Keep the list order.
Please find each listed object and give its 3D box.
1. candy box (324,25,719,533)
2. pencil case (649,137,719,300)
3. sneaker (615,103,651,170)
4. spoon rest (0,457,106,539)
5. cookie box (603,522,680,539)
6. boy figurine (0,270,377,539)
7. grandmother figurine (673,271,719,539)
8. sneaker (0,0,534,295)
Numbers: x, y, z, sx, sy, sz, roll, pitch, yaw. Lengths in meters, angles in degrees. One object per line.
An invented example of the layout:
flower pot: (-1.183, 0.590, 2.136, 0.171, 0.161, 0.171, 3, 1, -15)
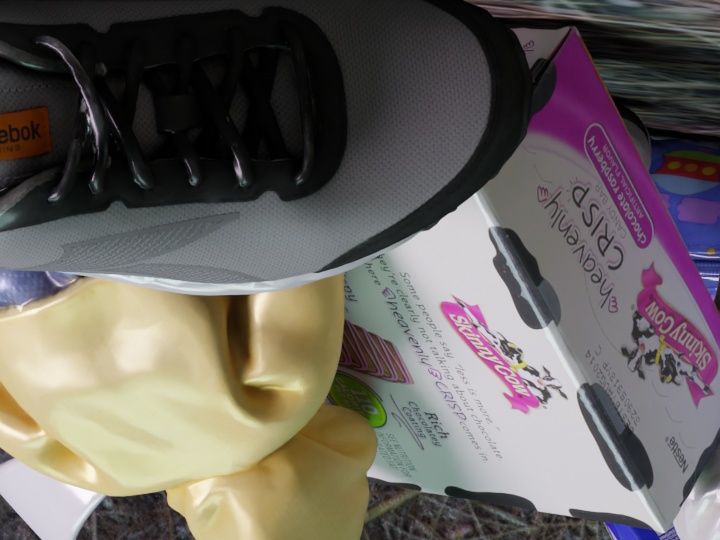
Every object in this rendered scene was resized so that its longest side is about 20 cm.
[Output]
candy box: (-0.005, -0.003, 0.779, 0.200, 0.061, 0.136, 7, 139, 41)
pencil case: (0.164, -0.004, 0.999, 0.200, 0.078, 0.087, 6, -160, 25)
sneaker: (0.000, 0.000, 0.901, 0.200, 0.116, 0.075, 2, 173, -10)
spoon rest: (-0.040, 0.017, 0.943, 0.099, 0.200, 0.061, 47, 167, -1)
cookie box: (0.150, 0.131, 0.914, 0.075, 0.171, 0.200, -29, -164, 0)
boy figurine: (-0.053, 0.012, 0.722, 0.124, 0.064, 0.200, -27, 121, 25)
grandmother figurine: (0.129, 0.024, 0.829, 0.121, 0.061, 0.200, -1, -148, 17)
sneaker: (-0.056, -0.029, 0.616, 0.200, 0.074, 0.079, -6, 179, -11)
